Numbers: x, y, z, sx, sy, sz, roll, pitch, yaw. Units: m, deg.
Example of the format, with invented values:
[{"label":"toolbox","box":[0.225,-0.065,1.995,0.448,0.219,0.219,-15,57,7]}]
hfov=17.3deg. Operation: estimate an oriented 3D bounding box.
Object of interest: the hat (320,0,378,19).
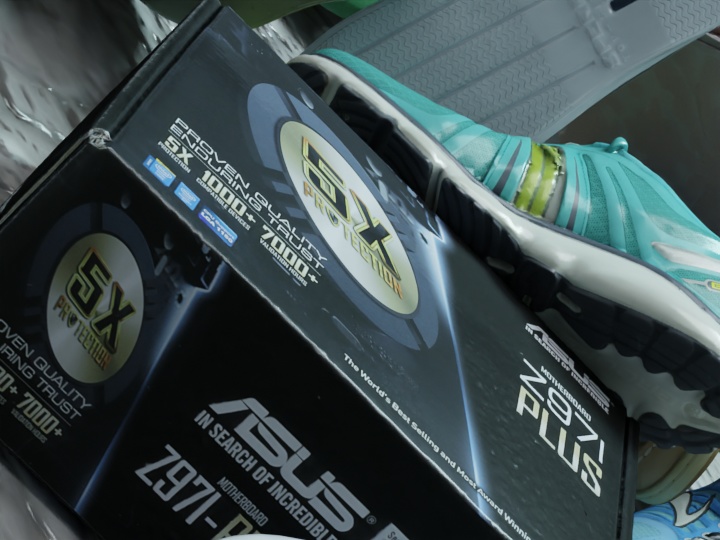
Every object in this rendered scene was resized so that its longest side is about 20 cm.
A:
[{"label":"hat","box":[0.028,-0.163,1.165,0.165,0.176,0.201,12,67,1]}]

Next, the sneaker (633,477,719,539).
[{"label":"sneaker","box":[0.131,0.101,0.866,0.078,0.090,0.200,51,20,10]}]

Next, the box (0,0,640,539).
[{"label":"box","box":[-0.016,0.033,0.693,0.200,0.086,0.164,45,19,-7]}]

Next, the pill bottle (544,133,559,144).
[{"label":"pill bottle","box":[0.099,-0.084,1.117,0.112,0.112,0.200,40,21,-19]}]

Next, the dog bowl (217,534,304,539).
[{"label":"dog bowl","box":[0.003,0.159,0.505,0.200,0.079,0.200,40,21,-19]}]

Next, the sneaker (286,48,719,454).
[{"label":"sneaker","box":[0.058,-0.013,0.797,0.200,0.078,0.080,32,50,6]}]

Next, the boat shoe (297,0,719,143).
[{"label":"boat shoe","box":[0.062,-0.077,0.863,0.071,0.199,0.072,110,-42,-83]}]

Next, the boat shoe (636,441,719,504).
[{"label":"boat shoe","box":[0.078,0.013,0.876,0.064,0.071,0.200,30,17,-27]}]

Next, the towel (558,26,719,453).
[{"label":"towel","box":[0.153,-0.007,0.941,0.032,0.201,0.191,-30,46,-29]}]

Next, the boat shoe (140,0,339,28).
[{"label":"boat shoe","box":[-0.018,-0.135,0.879,0.071,0.200,0.070,-37,116,-36]}]
